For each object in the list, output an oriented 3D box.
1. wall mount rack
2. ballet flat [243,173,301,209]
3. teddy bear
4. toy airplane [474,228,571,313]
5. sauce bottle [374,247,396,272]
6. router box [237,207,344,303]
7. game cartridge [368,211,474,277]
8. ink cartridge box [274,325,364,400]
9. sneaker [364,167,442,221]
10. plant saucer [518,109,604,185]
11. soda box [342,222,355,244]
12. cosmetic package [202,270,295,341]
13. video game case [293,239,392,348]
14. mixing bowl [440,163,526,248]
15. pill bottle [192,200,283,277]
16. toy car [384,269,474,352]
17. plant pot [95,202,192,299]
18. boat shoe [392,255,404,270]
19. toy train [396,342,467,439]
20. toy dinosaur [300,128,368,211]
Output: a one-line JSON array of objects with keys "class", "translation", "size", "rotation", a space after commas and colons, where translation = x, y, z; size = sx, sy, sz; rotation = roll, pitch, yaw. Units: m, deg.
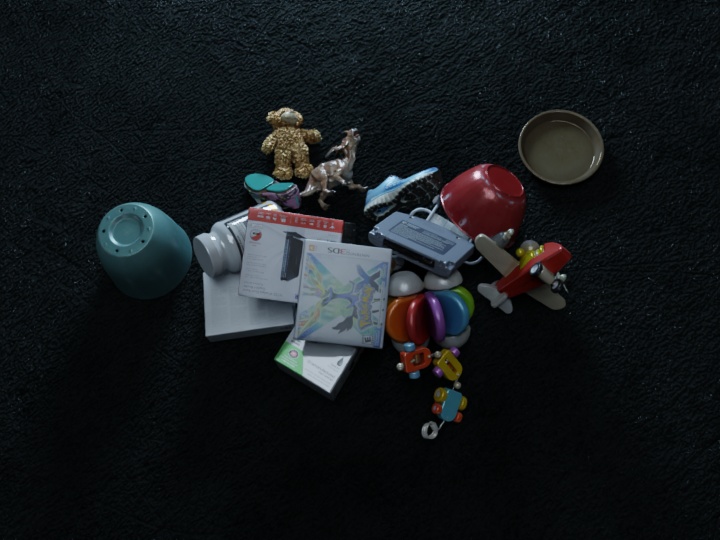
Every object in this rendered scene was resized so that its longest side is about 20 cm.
[{"class": "wall mount rack", "translation": [0.176, -0.067, 1.606], "size": [0.199, 0.075, 0.175], "rotation": [32, 76, 16]}, {"class": "ballet flat", "translation": [-0.204, -0.175, 1.666], "size": [0.069, 0.072, 0.199], "rotation": [-35, 33, -29]}, {"class": "teddy bear", "translation": [-0.169, -0.307, 1.727], "size": [0.143, 0.067, 0.203], "rotation": [7, 70, 4]}, {"class": "toy airplane", "translation": [0.344, 0.001, 1.522], "size": [0.197, 0.201, 0.142], "rotation": [8, 53, 19]}, {"class": "sauce bottle", "translation": [-0.003, 0.047, 1.491], "size": [0.066, 0.066, 0.201], "rotation": [32, 74, 15]}, {"class": "router box", "translation": [-0.141, -0.026, 1.477], "size": [0.197, 0.049, 0.182], "rotation": [7, 90, -4]}, {"class": "game cartridge", "translation": [0.132, -0.059, 1.511], "size": [0.198, 0.042, 0.133], "rotation": [26, 32, 24]}, {"class": "ink cartridge box", "translation": [-0.070, 0.149, 1.534], "size": [0.145, 0.084, 0.201], "rotation": [28, 72, 13]}, {"class": "sneaker", "translation": [0.091, -0.193, 1.638], "size": [0.198, 0.078, 0.091], "rotation": [-22, 52, 20]}, {"class": "plant saucer", "translation": [0.471, -0.286, 1.693], "size": [0.197, 0.030, 0.203], "rotation": [-2, 69, 4]}, {"class": "soda box", "translation": [-0.109, -0.076, 1.575], "size": [0.198, 0.063, 0.072], "rotation": [3, 90, -32]}, {"class": "cosmetic package", "translation": [-0.246, 0.068, 1.597], "size": [0.197, 0.052, 0.153], "rotation": [-8, 70, 1]}, {"class": "video game case", "translation": [-0.034, 0.047, 1.444], "size": [0.180, 0.022, 0.203], "rotation": [6, 87, -4]}, {"class": "mixing bowl", "translation": [0.284, -0.157, 1.561], "size": [0.198, 0.109, 0.202], "rotation": [19, 42, -18]}, {"class": "pill bottle", "translation": [-0.260, -0.067, 1.587], "size": [0.199, 0.117, 0.117], "rotation": [-27, 68, -27]}, {"class": "toy car", "translation": [0.140, 0.092, 1.479], "size": [0.197, 0.150, 0.177], "rotation": [-9, 103, 4]}, {"class": "plant pot", "translation": [-0.496, -0.059, 1.606], "size": [0.198, 0.161, 0.203], "rotation": [-2, 68, 4]}, {"class": "boat shoe", "translation": [0.000, 0.000, 1.604], "size": [0.197, 0.074, 0.068], "rotation": [0, 83, 14]}, {"class": "toy train", "translation": [0.140, 0.229, 1.460], "size": [0.149, 0.055, 0.203], "rotation": [-19, 102, -26]}, {"class": "toy dinosaur", "translation": [-0.070, -0.231, 1.684], "size": [0.198, 0.086, 0.137], "rotation": [-28, 69, -2]}]
